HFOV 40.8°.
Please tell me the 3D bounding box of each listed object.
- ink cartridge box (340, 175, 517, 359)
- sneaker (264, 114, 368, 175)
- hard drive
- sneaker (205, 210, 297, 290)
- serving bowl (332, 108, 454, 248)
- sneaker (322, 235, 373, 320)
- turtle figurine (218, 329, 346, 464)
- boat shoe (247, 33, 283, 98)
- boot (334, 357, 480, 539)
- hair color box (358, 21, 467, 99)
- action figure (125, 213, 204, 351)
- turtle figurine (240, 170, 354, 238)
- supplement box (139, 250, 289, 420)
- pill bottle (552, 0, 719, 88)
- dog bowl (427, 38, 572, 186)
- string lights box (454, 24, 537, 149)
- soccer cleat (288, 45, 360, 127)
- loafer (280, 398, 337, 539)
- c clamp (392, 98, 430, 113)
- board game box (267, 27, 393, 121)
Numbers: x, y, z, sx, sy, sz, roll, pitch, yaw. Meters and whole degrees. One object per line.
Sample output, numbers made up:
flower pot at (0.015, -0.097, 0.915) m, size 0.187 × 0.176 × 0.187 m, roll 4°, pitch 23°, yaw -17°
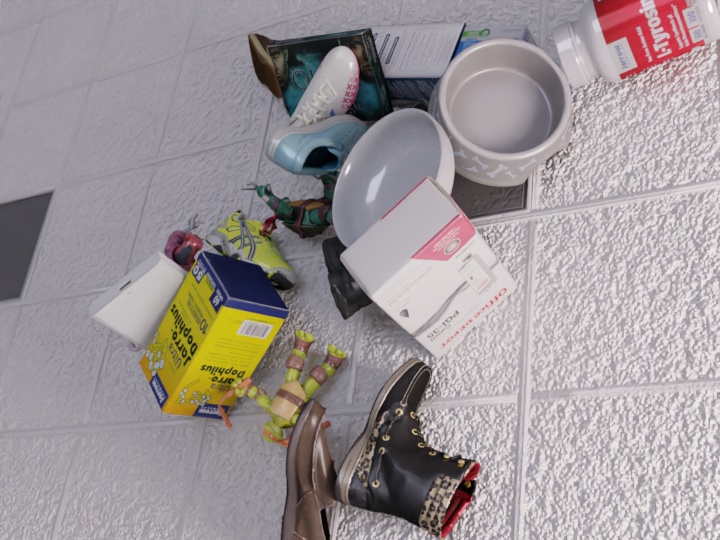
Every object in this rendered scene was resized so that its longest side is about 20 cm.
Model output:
ink cartridge box at (0.089, 0.002, 1.182) m, size 0.146 × 0.200 × 0.083 m, roll -42°, pitch 52°, yaw 5°
sneaker at (-0.045, -0.172, 1.414) m, size 0.082 × 0.198 × 0.075 m, roll 40°, pitch 130°, yaw 27°
hard drive at (-0.273, 0.063, 1.388) m, size 0.131 × 0.200 × 0.026 m, roll -36°, pitch 49°, yaw 9°
sneaker at (-0.159, -0.035, 1.456) m, size 0.199 × 0.075 × 0.077 m, roll 32°, pitch 83°, yaw 40°
serving bowl at (0.053, -0.107, 1.265) m, size 0.199 × 0.065 × 0.203 m, roll -27°, pitch 51°, yaw 39°
sneaker at (0.000, 0.000, 1.308) m, size 0.090 × 0.077 × 0.201 m, roll -21°, pitch 25°, yaw 1°
turtle figurine at (-0.081, 0.171, 1.286) m, size 0.198 × 0.065 × 0.163 m, roll 20°, pitch 70°, yaw 32°
boat shoe at (-0.139, -0.356, 1.652) m, size 0.071 × 0.073 × 0.200 m, roll -18°, pitch 35°, yaw -14°
boot at (0.074, 0.211, 1.151) m, size 0.149 × 0.074 × 0.201 m, roll 17°, pitch 60°, yaw 31°
hair color box at (0.073, -0.319, 1.479) m, size 0.198 × 0.060 × 0.101 m, roll 9°, pitch 69°, yaw 37°
action figure at (-0.283, 0.006, 1.443) m, size 0.135 × 0.147 × 0.201 m, roll 56°, pitch 142°, yaw 22°
turtle figurine at (-0.072, -0.098, 1.424) m, size 0.198 × 0.102 × 0.149 m, roll 12°, pitch 29°, yaw 36°
supplement box at (-0.206, 0.093, 1.346) m, size 0.201 × 0.108 × 0.109 m, roll -58°, pitch 45°, yaw 19°
pill bottle at (0.355, -0.314, 1.250) m, size 0.198 × 0.112 × 0.114 m, roll -21°, pitch 53°, yaw 23°
dog bowl at (0.187, -0.215, 1.275) m, size 0.196 × 0.059 × 0.204 m, roll 0°, pitch 72°, yaw 1°
string lights box at (0.172, -0.245, 1.368) m, size 0.101 × 0.059 × 0.203 m, roll 7°, pitch 68°, yaw 35°
soccer cleat at (-0.062, -0.241, 1.454) m, size 0.070 × 0.086 × 0.201 m, roll 38°, pitch 131°, yaw 13°
loafer at (-0.054, 0.254, 1.181) m, size 0.070 × 0.073 × 0.204 m, roll 6°, pitch 104°, yaw 5°
c clamp at (0.064, -0.152, 1.372) m, size 0.171 × 0.027 × 0.203 m, roll -38°, pitch 48°, yaw 54°
board game box at (-0.048, -0.296, 1.496) m, size 0.198 × 0.137 × 0.028 m, roll 3°, pitch 31°, yaw 40°
